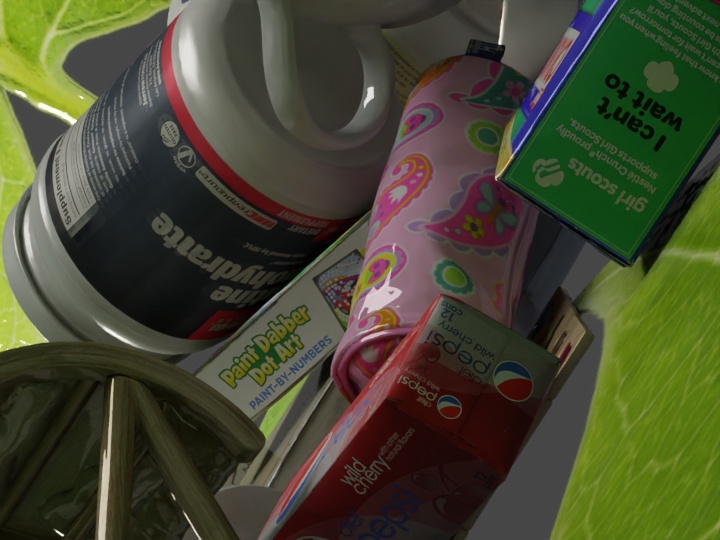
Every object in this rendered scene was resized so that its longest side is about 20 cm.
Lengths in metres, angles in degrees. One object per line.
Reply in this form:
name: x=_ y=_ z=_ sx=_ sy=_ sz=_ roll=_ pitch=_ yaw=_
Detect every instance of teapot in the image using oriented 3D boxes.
teapot: x=0.012 y=-0.187 z=1.443 sx=0.199 sy=0.146 sz=0.198 roll=-35 pitch=42 yaw=9

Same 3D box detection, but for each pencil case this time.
pencil case: x=0.045 y=-0.014 z=1.399 sx=0.088 sy=0.087 sz=0.201 roll=-54 pitch=14 yaw=45

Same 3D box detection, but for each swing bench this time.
swing bench: x=-0.116 y=0.159 z=1.324 sx=0.199 sy=0.129 sz=0.201 roll=-52 pitch=49 yaw=53

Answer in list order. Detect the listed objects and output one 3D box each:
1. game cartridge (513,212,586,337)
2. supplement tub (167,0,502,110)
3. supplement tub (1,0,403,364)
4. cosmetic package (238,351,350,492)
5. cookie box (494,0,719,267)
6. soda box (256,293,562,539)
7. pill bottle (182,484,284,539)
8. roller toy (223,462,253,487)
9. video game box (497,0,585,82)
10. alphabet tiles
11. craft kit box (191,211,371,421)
game cartridge: x=0.080 y=-0.002 z=1.549 sx=0.134 sy=0.040 sz=0.200 roll=-55 pitch=2 yaw=-19
supplement tub: x=0.007 y=-0.145 z=1.616 sx=0.199 sy=0.145 sz=0.145 roll=-29 pitch=20 yaw=36
supplement tub: x=-0.083 y=-0.045 z=1.540 sx=0.200 sy=0.140 sz=0.141 roll=-41 pitch=13 yaw=38
cosmetic package: x=-0.004 y=0.094 z=1.573 sx=0.104 sy=0.073 sz=0.200 roll=-57 pitch=2 yaw=-8
cookie box: x=0.142 y=-0.115 z=1.303 sx=0.201 sy=0.075 sz=0.171 roll=-58 pitch=2 yaw=10
soda box: x=0.012 y=0.093 z=1.309 sx=0.070 sy=0.063 sz=0.200 roll=-60 pitch=4 yaw=-37
pill bottle: x=-0.083 y=0.193 z=1.504 sx=0.110 sy=0.109 sz=0.200 roll=-60 pitch=4 yaw=-37
roller toy: x=-0.107 y=0.178 z=1.738 sx=0.200 sy=0.139 sz=0.184 roll=145 pitch=147 yaw=-75
video game box: x=0.116 y=-0.206 z=1.431 sx=0.200 sy=0.047 sz=0.183 roll=91 pitch=-159 yaw=-69
alphabet tiles: x=0.053 y=0.087 z=1.368 sx=0.168 sy=0.008 sz=0.200 roll=-58 pitch=3 yaw=5
craft kit box: x=0.000 y=0.000 z=1.587 sx=0.197 sy=0.049 sz=0.200 roll=-38 pitch=4 yaw=36
